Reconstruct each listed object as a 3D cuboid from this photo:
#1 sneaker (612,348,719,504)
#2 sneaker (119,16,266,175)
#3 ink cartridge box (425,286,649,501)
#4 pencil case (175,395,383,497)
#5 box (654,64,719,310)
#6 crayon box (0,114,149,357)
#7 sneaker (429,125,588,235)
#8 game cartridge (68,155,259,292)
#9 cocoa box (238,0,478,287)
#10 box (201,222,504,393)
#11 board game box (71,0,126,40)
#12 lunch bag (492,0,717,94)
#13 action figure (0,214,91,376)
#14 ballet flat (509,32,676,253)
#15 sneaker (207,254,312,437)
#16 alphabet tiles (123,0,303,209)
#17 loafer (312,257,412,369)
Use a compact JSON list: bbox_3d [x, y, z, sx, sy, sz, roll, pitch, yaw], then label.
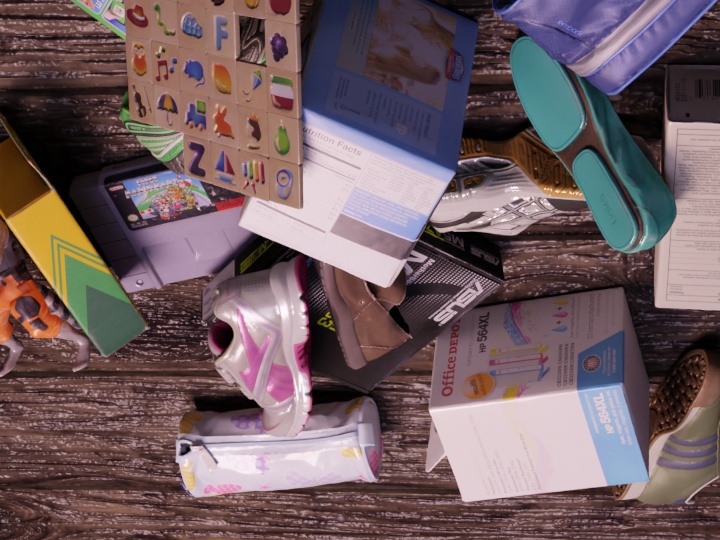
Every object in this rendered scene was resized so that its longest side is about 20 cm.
[{"bbox_3d":[0.313,0.151,1.731,0.089,0.067,0.201,14,133,-14],"label":"sneaker"},{"bbox_3d":[-0.127,-0.157,1.506,0.085,0.078,0.200,33,129,-19],"label":"sneaker"},{"bbox_3d":[0.151,0.114,1.674,0.199,0.129,0.126,-9,130,15],"label":"ink cartridge box"},{"bbox_3d":[-0.077,0.168,1.789,0.199,0.084,0.091,-5,153,12],"label":"pencil case"},{"bbox_3d":[0.290,-0.065,1.524,0.094,0.078,0.201,2,132,6],"label":"box"},{"bbox_3d":[-0.268,-0.033,1.608,0.051,0.127,0.200,-34,124,-7],"label":"crayon box"},{"bbox_3d":[0.143,-0.072,1.558,0.199,0.076,0.088,-2,149,12],"label":"sneaker"},{"bbox_3d":[-0.144,-0.050,1.637,0.199,0.039,0.130,-12,133,19],"label":"game cartridge"},{"bbox_3d":[0.001,-0.116,1.439,0.133,0.201,0.131,22,131,-10],"label":"cocoa box"},{"bbox_3d":[-0.009,0.014,1.640,0.193,0.048,0.200,27,131,-29],"label":"box"},{"bbox_3d":[-0.171,-0.260,1.408,0.134,0.029,0.200,36,141,-7],"label":"board game box"},{"bbox_3d":[0.204,-0.237,1.343,0.132,0.136,0.200,32,128,-20],"label":"lunch bag"},{"bbox_3d":[-0.343,0.004,1.694,0.199,0.105,0.194,5,130,49],"label":"action figure"},{"bbox_3d":[0.189,-0.106,1.483,0.067,0.070,0.201,-43,70,48],"label":"ballet flat"},{"bbox_3d":[-0.086,0.067,1.608,0.088,0.082,0.201,-2,132,-1],"label":"sneaker"},{"bbox_3d":[-0.111,-0.145,1.377,0.199,0.008,0.168,18,116,44],"label":"alphabet tiles"},{"bbox_3d":[0.000,0.000,1.547,0.071,0.073,0.200,-18,143,-2],"label":"loafer"}]
